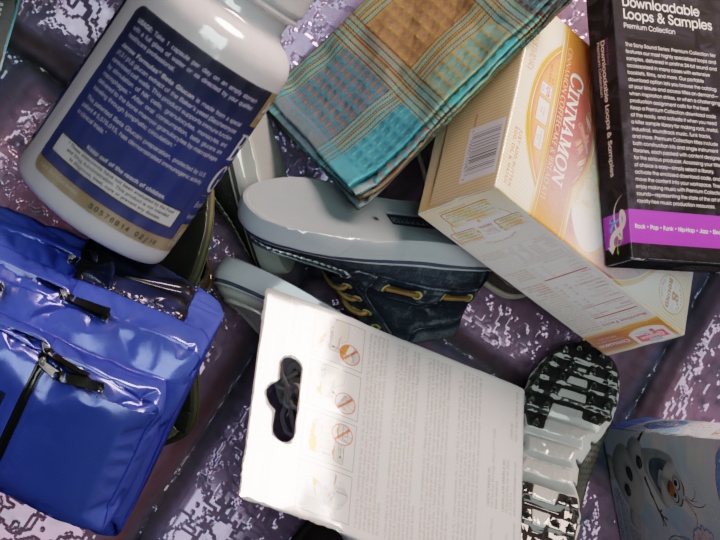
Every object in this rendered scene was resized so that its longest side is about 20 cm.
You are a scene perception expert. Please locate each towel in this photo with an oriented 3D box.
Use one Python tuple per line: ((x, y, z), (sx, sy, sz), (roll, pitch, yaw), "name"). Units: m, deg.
((0.033, -0.147, 1.249), (0.200, 0.147, 0.022), (-44, 134, 1), "towel")

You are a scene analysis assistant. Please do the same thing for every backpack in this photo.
((-0.205, 0.053, 1.151), (0.199, 0.168, 0.163), (27, 105, -2), "backpack")

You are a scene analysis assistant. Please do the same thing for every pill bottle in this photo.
((-0.113, -0.114, 1.152), (0.111, 0.111, 0.201), (34, 99, -13), "pill bottle")

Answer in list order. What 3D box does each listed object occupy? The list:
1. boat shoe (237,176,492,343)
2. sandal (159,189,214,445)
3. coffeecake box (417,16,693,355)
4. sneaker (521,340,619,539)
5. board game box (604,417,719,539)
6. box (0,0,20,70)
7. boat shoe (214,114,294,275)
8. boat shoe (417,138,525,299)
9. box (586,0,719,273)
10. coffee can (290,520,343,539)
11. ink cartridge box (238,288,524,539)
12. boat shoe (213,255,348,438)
((0.000, 0.000, 1.255), (0.199, 0.071, 0.091), (8, 123, -28), "boat shoe")
((-0.134, 0.015, 1.250), (0.079, 0.057, 0.203), (9, 103, 14), "sandal")
((0.143, -0.060, 1.270), (0.200, 0.073, 0.155), (35, 54, -33), "coffeecake box")
((0.130, 0.139, 1.309), (0.066, 0.091, 0.201), (19, 49, 4), "sneaker")
((0.240, 0.204, 1.279), (0.043, 0.199, 0.202), (-11, 91, -17), "board game box")
((-0.318, -0.192, 1.203), (0.198, 0.049, 0.083), (17, 83, -16), "box")
((-0.097, -0.088, 1.264), (0.063, 0.071, 0.202), (-15, 102, 15), "boat shoe")
((0.082, -0.073, 1.315), (0.071, 0.059, 0.201), (-25, 95, -17), "boat shoe")
((0.221, -0.099, 1.255), (0.142, 0.036, 0.202), (4, 79, -29), "box")
((0.039, 0.257, 1.243), (0.199, 0.146, 0.147), (32, 79, -13), "coffee can")
((0.011, 0.118, 1.190), (0.199, 0.050, 0.163), (21, 49, -19), "ink cartridge box")
((-0.029, 0.073, 1.274), (0.201, 0.074, 0.086), (35, 81, -22), "boat shoe")
